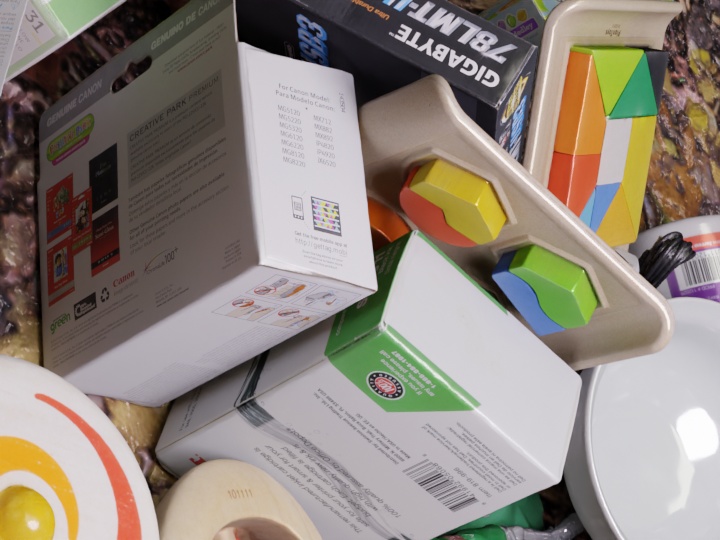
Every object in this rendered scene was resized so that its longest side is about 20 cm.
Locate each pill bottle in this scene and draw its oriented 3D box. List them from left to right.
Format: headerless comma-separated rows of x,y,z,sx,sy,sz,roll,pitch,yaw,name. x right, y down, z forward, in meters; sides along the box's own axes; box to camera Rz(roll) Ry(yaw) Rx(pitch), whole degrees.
0.249,0.070,1.585,0.111,0.111,0.200,2,69,-44,pill bottle

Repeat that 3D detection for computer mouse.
0.155,0.023,1.446,0.044,0.110,0.200,49,21,16,computer mouse

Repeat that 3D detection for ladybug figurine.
-0.068,0.206,1.228,0.136,0.072,0.200,2,68,-43,ladybug figurine

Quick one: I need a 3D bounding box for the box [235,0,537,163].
0.001,-0.121,1.267,0.198,0.200,0.050,28,77,9,box

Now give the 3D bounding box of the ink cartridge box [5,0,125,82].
-0.137,-0.178,1.261,0.048,0.200,0.146,56,42,-11,ink cartridge box

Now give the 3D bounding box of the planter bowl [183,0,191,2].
-0.062,-0.240,1.399,0.135,0.200,0.200,-15,80,-20,planter bowl

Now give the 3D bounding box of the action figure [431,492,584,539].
0.073,0.183,1.393,0.200,0.055,0.118,4,56,-46,action figure

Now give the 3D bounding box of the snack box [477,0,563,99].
0.121,-0.163,1.535,0.068,0.169,0.200,56,42,-6,snack box

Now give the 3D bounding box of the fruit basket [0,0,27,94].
-0.259,-0.162,1.183,0.094,0.185,0.200,79,17,-63,fruit basket

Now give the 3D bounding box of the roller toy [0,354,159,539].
-0.198,0.136,1.085,0.182,0.140,0.200,-31,92,-49,roller toy

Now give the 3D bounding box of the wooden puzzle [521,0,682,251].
0.152,-0.077,1.426,0.185,0.037,0.200,-11,116,-61,wooden puzzle

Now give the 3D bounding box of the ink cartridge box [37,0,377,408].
-0.092,-0.040,1.235,0.084,0.200,0.176,13,61,-39,ink cartridge box

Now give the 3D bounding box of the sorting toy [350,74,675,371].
0.054,-0.010,1.239,0.200,0.185,0.036,45,59,-18,sorting toy

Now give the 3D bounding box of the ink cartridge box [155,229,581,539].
0.002,0.084,1.268,0.147,0.200,0.083,41,42,-23,ink cartridge box

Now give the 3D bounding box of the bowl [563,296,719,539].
0.203,0.124,1.465,0.201,0.090,0.201,8,74,-30,bowl
